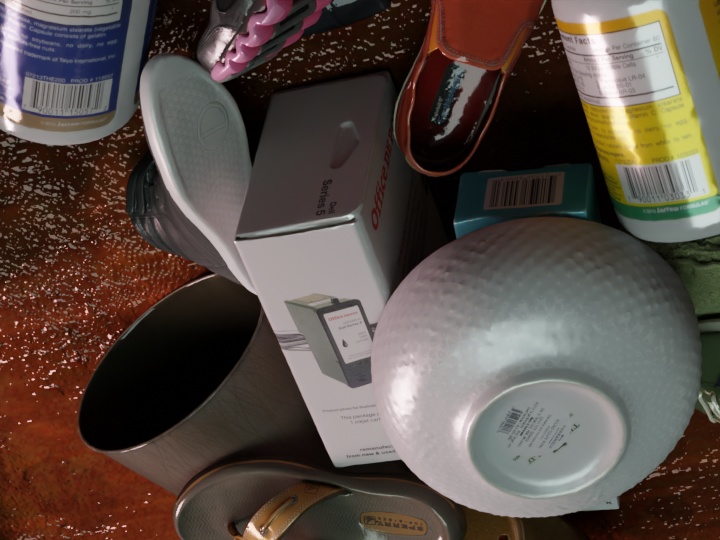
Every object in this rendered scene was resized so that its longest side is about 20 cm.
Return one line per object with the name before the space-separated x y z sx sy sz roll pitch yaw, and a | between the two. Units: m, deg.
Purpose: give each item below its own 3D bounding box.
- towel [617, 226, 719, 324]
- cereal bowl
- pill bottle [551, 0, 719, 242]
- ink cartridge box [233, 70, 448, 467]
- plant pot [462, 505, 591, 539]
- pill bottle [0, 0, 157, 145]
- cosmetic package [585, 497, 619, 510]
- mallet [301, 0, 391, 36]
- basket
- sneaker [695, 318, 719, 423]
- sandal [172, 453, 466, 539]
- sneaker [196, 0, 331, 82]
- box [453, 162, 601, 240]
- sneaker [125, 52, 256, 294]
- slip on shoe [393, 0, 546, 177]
towel | 0.260 0.021 1.254 0.198 0.037 0.149 2 148 28
cereal bowl | 0.105 0.072 1.179 0.198 0.084 0.201 -1 128 -2
pill bottle | 0.172 -0.128 1.137 0.112 0.113 0.201 -13 111 19
ink cartridge box | 0.000 0.000 1.270 0.083 0.146 0.201 -8 130 17
plant pot | 0.090 0.225 1.397 0.185 0.188 0.200 -7 148 14
pill bottle | -0.167 -0.180 1.155 0.110 0.112 0.201 13 132 -4
cosmetic package | 0.138 0.064 1.352 0.050 0.083 0.201 -6 130 12
mallet | -0.037 -0.225 1.151 0.065 0.041 0.201 -8 126 16
basket | -0.063 0.115 1.396 0.180 0.137 0.200 -25 128 36
sneaker | 0.250 0.081 1.231 0.199 0.091 0.067 -6 146 38
sandal | -0.031 0.168 1.303 0.198 0.055 0.082 5 129 15
sneaker | -0.051 -0.197 1.122 0.095 0.079 0.201 38 123 10
box | 0.114 0.031 1.238 0.081 0.049 0.201 -4 128 14
sneaker | -0.116 -0.063 1.252 0.099 0.071 0.201 18 151 33
slip on shoe | 0.068 -0.142 1.179 0.073 0.061 0.201 15 118 -9
